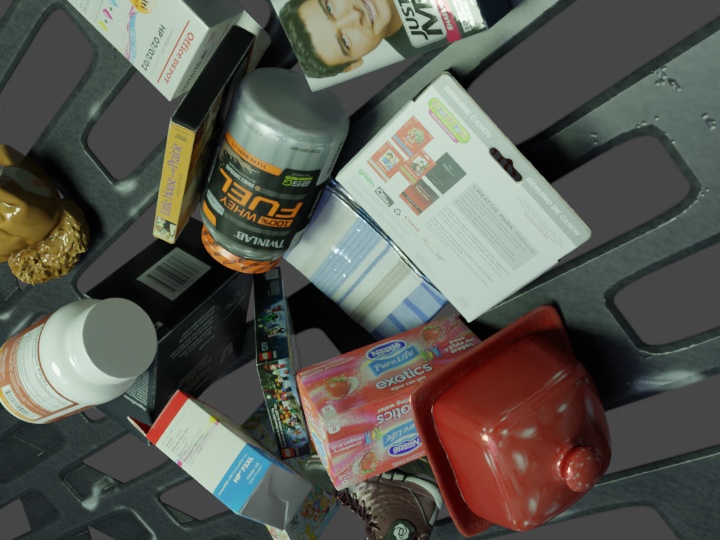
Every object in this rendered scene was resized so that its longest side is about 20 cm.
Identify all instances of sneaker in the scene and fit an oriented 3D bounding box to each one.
[{"bbox_3d":[0.004,0.313,1.094,0.198,0.116,0.076,12,146,12],"label":"sneaker"}]

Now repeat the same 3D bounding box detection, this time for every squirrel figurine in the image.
[{"bbox_3d":[-0.485,-0.041,1.161,0.200,0.142,0.187,35,106,-29],"label":"squirrel figurine"}]

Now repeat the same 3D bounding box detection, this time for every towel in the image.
[{"bbox_3d":[0.000,0.000,0.970,0.200,0.024,0.147,42,135,1],"label":"towel"}]

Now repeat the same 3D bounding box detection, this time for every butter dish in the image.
[{"bbox_3d":[0.178,0.169,0.829,0.148,0.199,0.201,26,141,61],"label":"butter dish"}]

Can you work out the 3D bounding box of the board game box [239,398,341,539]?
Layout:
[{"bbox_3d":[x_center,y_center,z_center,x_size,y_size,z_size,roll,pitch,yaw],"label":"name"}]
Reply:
[{"bbox_3d":[-0.097,0.276,1.150,0.034,0.135,0.201,-7,117,36],"label":"board game box"}]

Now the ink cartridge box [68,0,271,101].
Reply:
[{"bbox_3d":[-0.203,-0.267,0.887,0.200,0.068,0.115,44,134,-1],"label":"ink cartridge box"}]

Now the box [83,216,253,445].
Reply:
[{"bbox_3d":[-0.241,0.074,1.061,0.117,0.197,0.201,29,132,14],"label":"box"}]

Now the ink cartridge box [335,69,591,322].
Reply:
[{"bbox_3d":[0.107,-0.079,0.801,0.200,0.084,0.175,47,134,-4],"label":"ink cartridge box"}]

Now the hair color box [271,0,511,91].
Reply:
[{"bbox_3d":[0.023,-0.242,0.759,0.199,0.061,0.100,-10,115,38],"label":"hair color box"}]

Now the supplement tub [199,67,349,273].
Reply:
[{"bbox_3d":[-0.098,-0.100,0.888,0.122,0.123,0.201,34,129,9],"label":"supplement tub"}]

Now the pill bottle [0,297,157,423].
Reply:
[{"bbox_3d":[-0.307,0.095,0.907,0.199,0.112,0.113,-22,107,42],"label":"pill bottle"}]

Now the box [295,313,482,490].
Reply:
[{"bbox_3d":[0.042,0.140,0.912,0.095,0.199,0.103,-131,26,-55],"label":"box"}]

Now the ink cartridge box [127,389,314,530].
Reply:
[{"bbox_3d":[-0.163,0.209,0.969,0.199,0.067,0.116,30,169,31],"label":"ink cartridge box"}]

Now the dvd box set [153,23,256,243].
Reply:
[{"bbox_3d":[-0.165,-0.136,0.873,0.029,0.147,0.200,25,145,-4],"label":"dvd box set"}]

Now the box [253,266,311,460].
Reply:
[{"bbox_3d":[-0.095,0.104,0.996,0.037,0.200,0.138,-10,120,-2],"label":"box"}]

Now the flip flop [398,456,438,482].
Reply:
[{"bbox_3d":[0.098,0.226,1.046,0.199,0.058,0.081,2,128,50],"label":"flip flop"}]
